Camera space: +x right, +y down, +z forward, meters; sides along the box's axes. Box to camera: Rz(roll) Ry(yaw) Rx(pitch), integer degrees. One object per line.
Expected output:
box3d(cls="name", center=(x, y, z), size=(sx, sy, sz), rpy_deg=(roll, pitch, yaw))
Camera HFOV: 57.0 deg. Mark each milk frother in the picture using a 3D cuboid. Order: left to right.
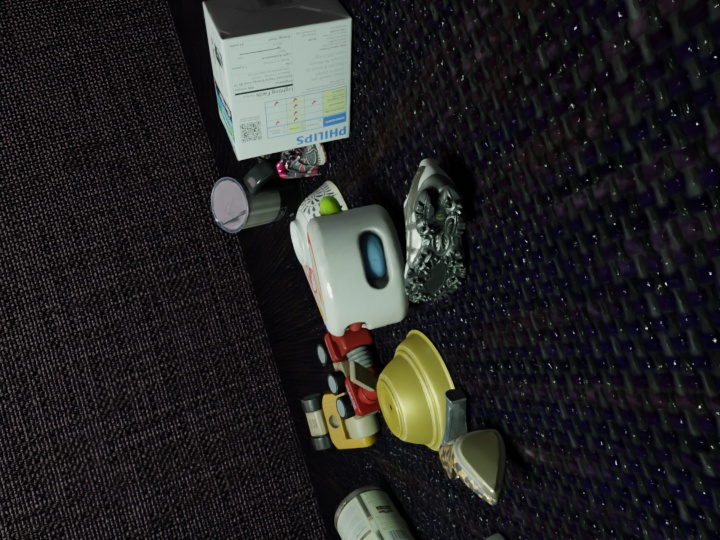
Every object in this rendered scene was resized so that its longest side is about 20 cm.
box3d(cls="milk frother", center=(-0.245, -0.207, 1.482), size=(0.199, 0.187, 0.183), rpy_deg=(38, 120, 23))

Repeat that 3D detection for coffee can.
box3d(cls="coffee can", center=(0.044, 0.588, 1.424), size=(0.200, 0.144, 0.149), rpy_deg=(-133, 30, -57))

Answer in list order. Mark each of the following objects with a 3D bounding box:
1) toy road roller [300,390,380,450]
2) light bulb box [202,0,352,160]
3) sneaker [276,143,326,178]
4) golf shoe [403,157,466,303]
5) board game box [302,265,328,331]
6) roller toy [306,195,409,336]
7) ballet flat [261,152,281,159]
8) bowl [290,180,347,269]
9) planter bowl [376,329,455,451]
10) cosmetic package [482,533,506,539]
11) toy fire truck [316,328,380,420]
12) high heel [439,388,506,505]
box3d(cls="toy road roller", center=(-0.028, 0.320, 1.509), size=(0.197, 0.145, 0.125), rpy_deg=(-14, 94, 37))
box3d(cls="light bulb box", center=(-0.122, -0.303, 1.018), size=(0.202, 0.195, 0.126), rpy_deg=(93, 157, -46))
box3d(cls="sneaker", center=(-0.115, -0.225, 1.290), size=(0.200, 0.073, 0.082), rpy_deg=(130, 122, -70))
box3d(cls="golf shoe", center=(0.089, -0.045, 0.813), size=(0.202, 0.076, 0.096), rpy_deg=(94, 171, -47))
box3d(cls="board game box", center=(-0.083, 0.016, 1.454), size=(0.152, 0.045, 0.203), rpy_deg=(97, 153, -64))
box3d(cls="roller toy", center=(0.000, 0.000, 1.009), size=(0.184, 0.137, 0.203), rpy_deg=(-110, 10, -51))
box3d(cls="ballet flat", center=(-0.233, -0.342, 1.593), size=(0.072, 0.070, 0.204), rpy_deg=(-176, 71, -73))
box3d(cls="bowl", center=(-0.081, -0.065, 1.298), size=(0.200, 0.093, 0.205), rpy_deg=(163, 90, -73))
box3d(cls="planter bowl", center=(0.079, 0.203, 1.043), size=(0.200, 0.082, 0.204), rpy_deg=(163, 90, -75))
box3d(cls="cosmetic package", center=(0.199, 0.486, 0.911), size=(0.107, 0.089, 0.204), rpy_deg=(-158, 57, -66))
box3d(cls="toy fire truck", center=(-0.008, 0.183, 1.281), size=(0.179, 0.127, 0.200), rpy_deg=(68, 152, 18))
box3d(cls="high heel", center=(0.150, 0.272, 0.880), size=(0.201, 0.070, 0.145), rpy_deg=(-107, 12, -64))
